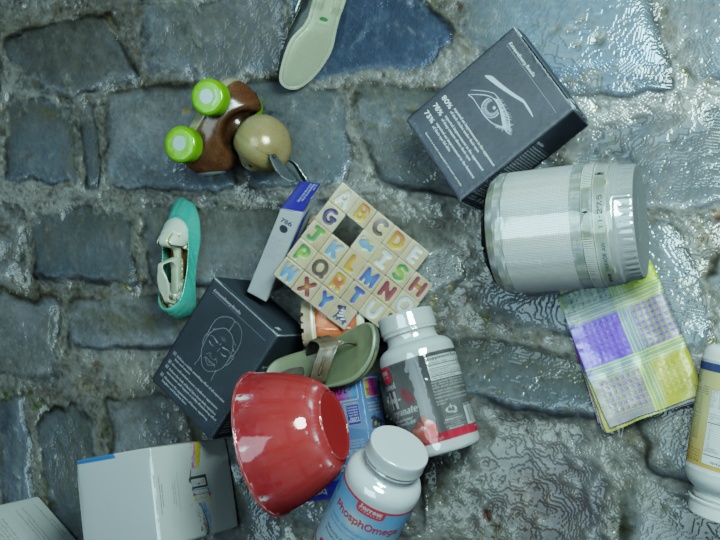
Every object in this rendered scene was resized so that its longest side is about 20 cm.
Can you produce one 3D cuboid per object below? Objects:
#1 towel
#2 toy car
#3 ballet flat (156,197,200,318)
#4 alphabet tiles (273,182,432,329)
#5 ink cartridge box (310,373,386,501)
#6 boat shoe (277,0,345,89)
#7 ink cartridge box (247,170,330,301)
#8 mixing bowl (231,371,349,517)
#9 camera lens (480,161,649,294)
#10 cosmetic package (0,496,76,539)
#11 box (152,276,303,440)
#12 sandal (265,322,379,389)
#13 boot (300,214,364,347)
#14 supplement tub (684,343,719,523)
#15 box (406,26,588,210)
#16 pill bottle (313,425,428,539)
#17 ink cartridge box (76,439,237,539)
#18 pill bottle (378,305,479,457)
[{"bbox_3d":[0.355,0.100,1.228,0.142,0.023,0.203,-21,78,23],"label":"towel"},{"bbox_3d":[-0.168,-0.183,1.424,0.199,0.164,0.159,36,102,11],"label":"toy car"},{"bbox_3d":[-0.302,-0.023,1.516,0.066,0.070,0.203,-2,86,25],"label":"ballet flat"},{"bbox_3d":[0.000,0.000,1.345,0.199,0.008,0.168,38,92,-9],"label":"alphabet tiles"},{"bbox_3d":[-0.028,0.264,1.369,0.135,0.076,0.203,-13,83,24],"label":"ink cartridge box"},{"bbox_3d":[-0.077,-0.381,1.446,0.202,0.071,0.068,-66,30,15],"label":"boat shoe"},{"bbox_3d":[-0.108,-0.058,1.374,0.039,0.100,0.201,28,122,0],"label":"ink cartridge box"},{"bbox_3d":[-0.082,0.221,1.253,0.107,0.200,0.203,-18,79,16],"label":"mixing bowl"},{"bbox_3d":[0.264,-0.055,1.204,0.197,0.160,0.163,-5,85,24],"label":"camera lens"},{"bbox_3d":[-0.603,0.511,1.553,0.167,0.199,0.167,39,103,22],"label":"cosmetic package"},{"bbox_3d":[-0.202,0.135,1.439,0.148,0.107,0.201,39,104,22],"label":"box"},{"bbox_3d":[-0.060,0.132,1.327,0.199,0.057,0.081,-24,55,21],"label":"sandal"},{"bbox_3d":[-0.037,0.013,1.400,0.106,0.075,0.203,-4,79,5],"label":"boot"},{"bbox_3d":[0.468,0.198,1.102,0.143,0.144,0.203,9,91,25],"label":"supplement tub"},{"bbox_3d":[0.190,-0.206,1.279,0.199,0.104,0.149,-37,72,18],"label":"box"},{"bbox_3d":[0.016,0.312,1.244,0.108,0.108,0.202,35,119,23],"label":"pill bottle"},{"bbox_3d":[-0.310,0.346,1.426,0.145,0.199,0.147,-14,79,24],"label":"ink cartridge box"},{"bbox_3d":[0.090,0.158,1.300,0.110,0.110,0.203,-20,79,22],"label":"pill bottle"}]
